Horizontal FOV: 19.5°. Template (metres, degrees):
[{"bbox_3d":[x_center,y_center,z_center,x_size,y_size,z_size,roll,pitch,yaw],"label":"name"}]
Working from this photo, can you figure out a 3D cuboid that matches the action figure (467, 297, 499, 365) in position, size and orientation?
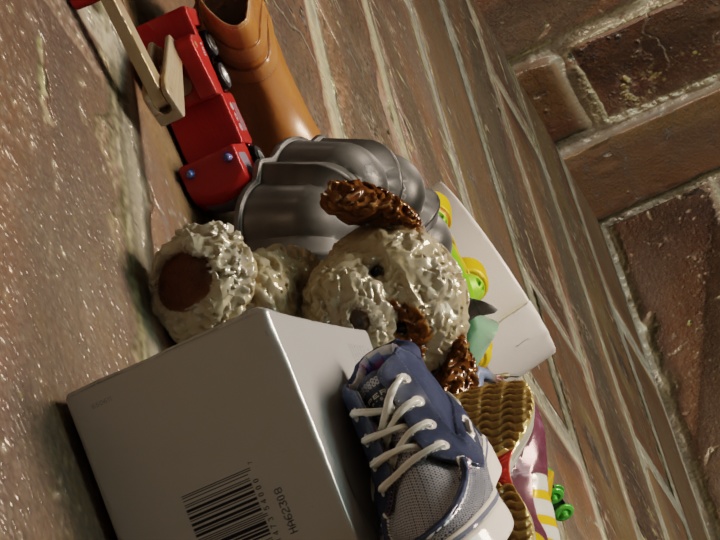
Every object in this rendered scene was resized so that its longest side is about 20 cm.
[{"bbox_3d":[0.023,0.100,1.402,0.118,0.200,0.055,32,-12,-34],"label":"action figure"}]

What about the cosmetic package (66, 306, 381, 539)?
[{"bbox_3d":[-0.038,0.138,1.118,0.199,0.123,0.200,68,13,11],"label":"cosmetic package"}]

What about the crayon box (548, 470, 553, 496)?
[{"bbox_3d":[0.071,0.171,1.524,0.200,0.126,0.052,-24,122,-79],"label":"crayon box"}]

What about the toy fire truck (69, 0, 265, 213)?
[{"bbox_3d":[-0.131,-0.133,1.431,0.200,0.049,0.141,67,12,2],"label":"toy fire truck"}]

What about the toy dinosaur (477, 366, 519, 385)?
[{"bbox_3d":[0.046,0.104,1.643,0.200,0.105,0.182,7,53,-63],"label":"toy dinosaur"}]

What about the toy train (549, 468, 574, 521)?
[{"bbox_3d":[0.149,0.188,2.021,0.200,0.056,0.042,56,7,-42],"label":"toy train"}]

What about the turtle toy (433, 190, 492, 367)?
[{"bbox_3d":[0.038,0.003,1.780,0.200,0.101,0.146,59,16,-27],"label":"turtle toy"}]

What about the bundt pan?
[{"bbox_3d":[0.000,0.000,1.466,0.202,0.076,0.202,10,78,-53],"label":"bundt pan"}]

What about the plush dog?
[{"bbox_3d":[-0.012,0.041,1.304,0.200,0.172,0.160,66,11,3],"label":"plush dog"}]

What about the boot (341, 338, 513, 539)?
[{"bbox_3d":[0.022,0.095,1.037,0.090,0.073,0.200,56,6,-6],"label":"boot"}]

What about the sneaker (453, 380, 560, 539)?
[{"bbox_3d":[0.076,0.143,1.175,0.200,0.075,0.090,-81,154,-59],"label":"sneaker"}]

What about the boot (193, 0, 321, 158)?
[{"bbox_3d":[-0.075,-0.136,1.539,0.200,0.074,0.155,56,-14,27],"label":"boot"}]

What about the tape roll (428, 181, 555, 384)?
[{"bbox_3d":[0.103,0.016,1.998,0.203,0.071,0.202,57,-2,3],"label":"tape roll"}]
